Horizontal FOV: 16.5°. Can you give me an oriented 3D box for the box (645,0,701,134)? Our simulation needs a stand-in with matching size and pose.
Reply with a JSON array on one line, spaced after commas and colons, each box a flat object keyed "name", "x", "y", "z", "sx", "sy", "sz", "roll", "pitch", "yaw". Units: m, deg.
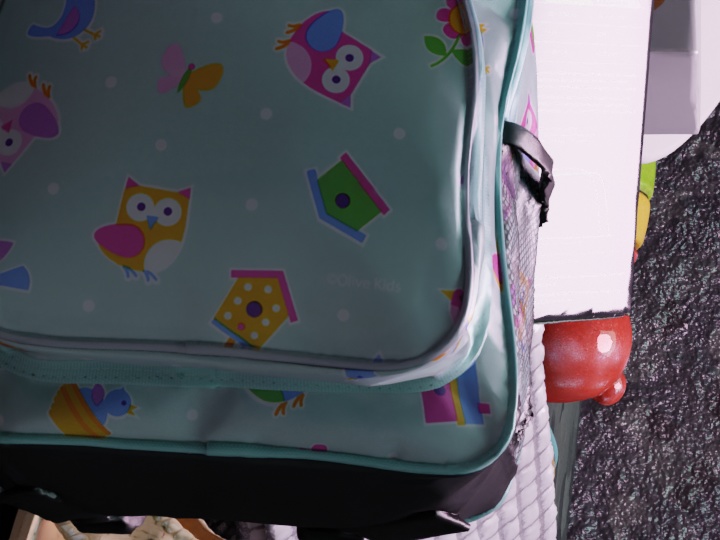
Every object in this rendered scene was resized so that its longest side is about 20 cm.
[{"name": "box", "x": 0.088, "y": -0.168, "z": 1.084, "sx": 0.098, "sy": 0.123, "sz": 0.202, "roll": 64, "pitch": 28, "yaw": -70}]

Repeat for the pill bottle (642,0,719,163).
[{"name": "pill bottle", "x": 0.084, "y": -0.147, "z": 1.201, "sx": 0.113, "sy": 0.199, "sz": 0.113, "roll": -40, "pitch": 151, "yaw": -28}]

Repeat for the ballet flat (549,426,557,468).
[{"name": "ballet flat", "x": 0.051, "y": 0.064, "z": 1.165, "sx": 0.063, "sy": 0.068, "sz": 0.201, "roll": -48, "pitch": 150, "yaw": -25}]

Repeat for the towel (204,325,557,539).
[{"name": "towel", "x": -0.003, "y": 0.108, "z": 1.037, "sx": 0.165, "sy": 0.085, "sz": 0.201, "roll": -37, "pitch": 139, "yaw": -27}]

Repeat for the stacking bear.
[{"name": "stacking bear", "x": 0.100, "y": -0.030, "z": 1.291, "sx": 0.113, "sy": 0.121, "sz": 0.202, "roll": -17, "pitch": -109, "yaw": 52}]

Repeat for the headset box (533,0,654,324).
[{"name": "headset box", "x": 0.008, "y": -0.092, "z": 0.855, "sx": 0.092, "sy": 0.173, "sz": 0.202, "roll": -3, "pitch": 99, "yaw": -44}]

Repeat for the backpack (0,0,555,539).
[{"name": "backpack", "x": -0.032, "y": -0.038, "z": 0.699, "sx": 0.154, "sy": 0.174, "sz": 0.202, "roll": 82, "pitch": 12, "yaw": -67}]

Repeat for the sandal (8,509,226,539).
[{"name": "sandal", "x": -0.074, "y": 0.078, "z": 0.815, "sx": 0.078, "sy": 0.069, "sz": 0.214, "roll": 17, "pitch": 79, "yaw": -80}]
